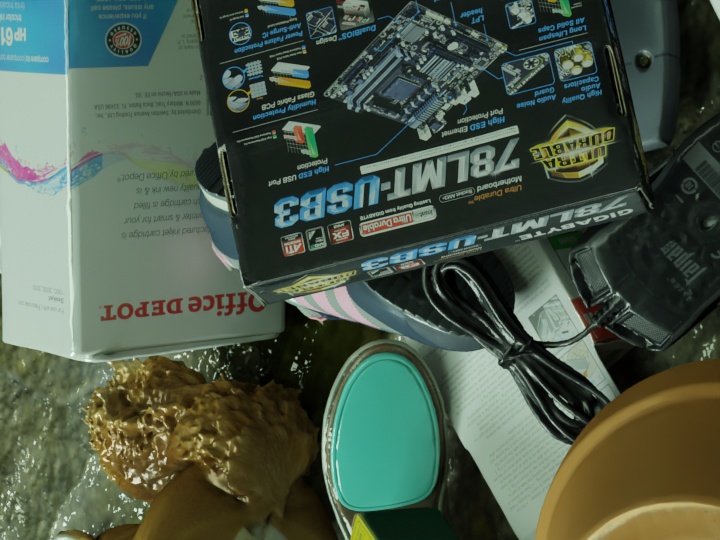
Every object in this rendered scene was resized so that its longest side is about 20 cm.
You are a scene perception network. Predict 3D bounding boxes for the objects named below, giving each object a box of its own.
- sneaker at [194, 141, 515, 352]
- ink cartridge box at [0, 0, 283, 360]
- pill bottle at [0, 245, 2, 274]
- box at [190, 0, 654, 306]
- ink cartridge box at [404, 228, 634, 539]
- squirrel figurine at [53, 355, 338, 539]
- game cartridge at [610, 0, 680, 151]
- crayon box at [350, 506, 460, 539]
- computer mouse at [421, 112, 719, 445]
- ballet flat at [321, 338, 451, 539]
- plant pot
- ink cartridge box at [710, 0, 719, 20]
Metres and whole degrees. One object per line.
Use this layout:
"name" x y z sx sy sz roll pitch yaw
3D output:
"sneaker" 0.000 0.000 1.448 0.200 0.070 0.082 32 145 30
"ink cartridge box" -0.121 -0.058 1.535 0.085 0.144 0.201 5 98 51
"pill bottle" -0.224 -0.102 1.658 0.116 0.116 0.200 -51 62 34
"box" 0.024 -0.102 1.334 0.199 0.050 0.199 -15 75 11
"ink cartridge box" 0.086 0.035 1.439 0.109 0.050 0.200 -42 69 37
"squirrel figurine" -0.095 0.148 1.563 0.187 0.141 0.201 172 101 -64
"game cartridge" 0.088 -0.147 1.391 0.133 0.042 0.201 -13 84 14
"crayon box" 0.045 0.227 1.376 0.200 0.051 0.127 54 137 48
"computer mouse" 0.126 -0.025 1.352 0.140 0.046 0.200 41 103 -1
"ballet flat" 0.017 0.122 1.480 0.067 0.064 0.201 -7 111 1
"plant pot" 0.164 0.151 1.275 0.199 0.140 0.201 4 101 18
"ink cartridge box" 0.216 -0.192 1.268 0.144 0.084 0.201 -36 70 39
